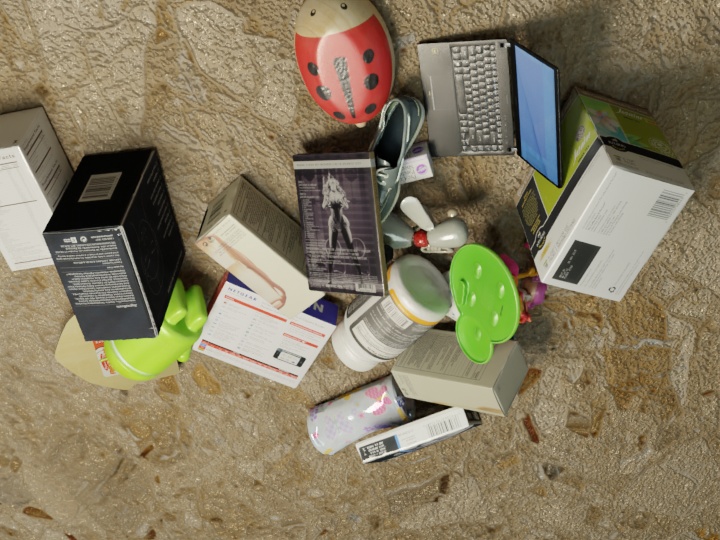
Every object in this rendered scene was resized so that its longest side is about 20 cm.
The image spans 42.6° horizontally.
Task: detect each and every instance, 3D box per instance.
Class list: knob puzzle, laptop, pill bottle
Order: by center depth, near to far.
[{"bbox_3d":[0.173,-0.209,1.245,0.196,0.104,0.180,1,127,16],"label":"laptop"},{"bbox_3d":[0.045,0.073,1.475,0.115,0.118,0.200,30,133,-19],"label":"pill bottle"},{"bbox_3d":[-0.422,0.120,1.578,0.215,0.031,0.223,-6,124,-9],"label":"knob puzzle"}]

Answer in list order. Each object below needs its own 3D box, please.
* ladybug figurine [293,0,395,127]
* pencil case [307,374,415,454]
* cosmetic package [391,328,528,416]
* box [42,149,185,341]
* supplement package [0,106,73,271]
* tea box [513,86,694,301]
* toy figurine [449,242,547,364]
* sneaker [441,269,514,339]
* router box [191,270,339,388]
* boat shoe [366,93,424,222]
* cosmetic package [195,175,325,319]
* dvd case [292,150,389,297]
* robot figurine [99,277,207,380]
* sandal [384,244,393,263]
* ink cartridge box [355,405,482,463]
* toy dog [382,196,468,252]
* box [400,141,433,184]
[{"bbox_3d":[-0.021,-0.278,1.241,0.133,0.073,0.202,-13,126,12],"label":"ladybug figurine"},{"bbox_3d":[0.001,0.256,1.642,0.197,0.083,0.092,-24,96,20],"label":"pencil case"},{"bbox_3d":[0.160,0.161,1.498,0.197,0.106,0.072,7,139,40],"label":"cosmetic package"},{"bbox_3d":[-0.353,-0.038,1.359,0.121,0.202,0.199,-5,128,8],"label":"box"},{"bbox_3d":[-0.491,-0.118,1.360,0.111,0.111,0.203,-8,127,9],"label":"supplement package"},{"bbox_3d":[0.326,-0.105,1.274,0.131,0.199,0.202,12,129,-17],"label":"tea box"},{"bbox_3d":[0.247,0.029,1.409,0.182,0.150,0.203,-20,133,-31],"label":"toy figurine"},{"bbox_3d":[0.187,0.069,1.508,0.085,0.075,0.202,-20,116,25],"label":"sneaker"},{"bbox_3d":[-0.159,0.096,1.539,0.197,0.049,0.180,23,130,-14],"label":"router box"},{"bbox_3d":[0.028,-0.151,1.297,0.072,0.062,0.203,27,102,19],"label":"boat shoe"},{"bbox_3d":[-0.145,-0.033,1.417,0.087,0.104,0.199,-35,117,29],"label":"cosmetic package"},{"bbox_3d":[-0.029,-0.067,1.321,0.147,0.016,0.205,4,106,40],"label":"dvd case"},{"bbox_3d":[-0.332,0.098,1.486,0.199,0.117,0.174,-40,143,25],"label":"robot figurine"},{"bbox_3d":[0.000,0.000,1.405,0.073,0.046,0.200,4,169,-13],"label":"sandal"},{"bbox_3d":[0.111,0.282,1.601,0.195,0.044,0.200,-23,167,13],"label":"ink cartridge box"},{"bbox_3d":[0.058,-0.080,1.379,0.195,0.132,0.099,1,86,-5],"label":"toy dog"},{"bbox_3d":[0.009,-0.141,1.365,0.196,0.039,0.042,-13,127,12],"label":"box"}]
